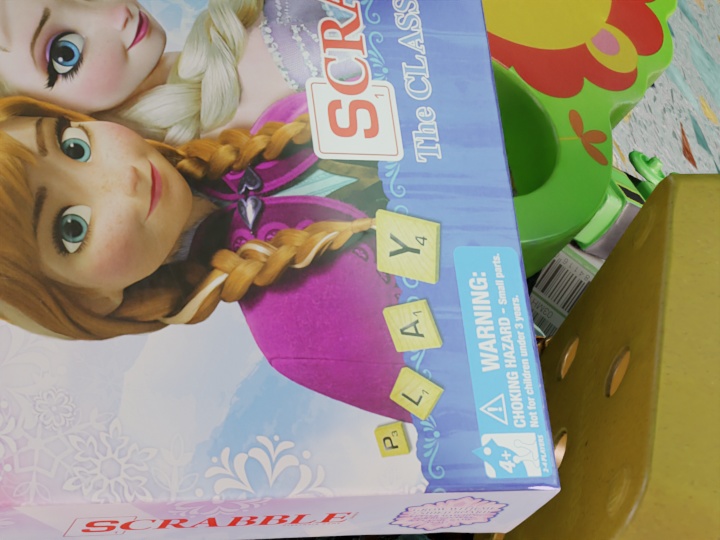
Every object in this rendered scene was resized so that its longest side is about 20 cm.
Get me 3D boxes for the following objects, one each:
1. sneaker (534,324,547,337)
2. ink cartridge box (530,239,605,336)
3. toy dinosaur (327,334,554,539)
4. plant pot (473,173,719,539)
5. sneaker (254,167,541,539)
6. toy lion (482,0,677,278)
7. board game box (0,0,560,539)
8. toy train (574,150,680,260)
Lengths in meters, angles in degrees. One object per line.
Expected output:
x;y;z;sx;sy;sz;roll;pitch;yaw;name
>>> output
0.017;0.007;0.864;0.200;0.078;0.080;39;35;-40;sneaker
0.089;-0.006;1.008;0.145;0.048;0.200;39;12;25;ink cartridge box
0.074;0.069;0.810;0.102;0.199;0.136;-162;-126;-80;toy dinosaur
0.136;0.086;0.672;0.176;0.200;0.200;22;44;-9;plant pot
0.000;0.000;0.745;0.090;0.078;0.200;35;51;16;sneaker
0.026;-0.082;0.725;0.191;0.069;0.200;5;55;-33;toy lion
-0.061;-0.031;0.571;0.199;0.041;0.201;0;68;-20;board game box
0.086;-0.035;0.921;0.200;0.042;0.056;21;29;-44;toy train
